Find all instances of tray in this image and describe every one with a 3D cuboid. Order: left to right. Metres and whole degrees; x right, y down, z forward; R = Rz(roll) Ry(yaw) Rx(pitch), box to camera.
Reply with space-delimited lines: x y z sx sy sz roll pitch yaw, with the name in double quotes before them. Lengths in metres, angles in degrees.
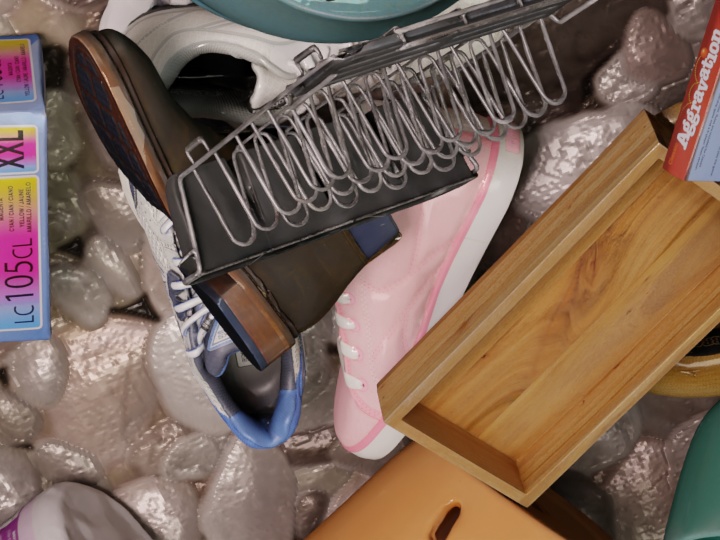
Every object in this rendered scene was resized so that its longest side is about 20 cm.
"tray" 0.110 0.022 1.211 0.099 0.037 0.200 32 114 -26

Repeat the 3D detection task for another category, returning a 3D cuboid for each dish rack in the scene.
"dish rack" 0.013 -0.062 1.016 0.153 0.055 0.200 -22 175 -30

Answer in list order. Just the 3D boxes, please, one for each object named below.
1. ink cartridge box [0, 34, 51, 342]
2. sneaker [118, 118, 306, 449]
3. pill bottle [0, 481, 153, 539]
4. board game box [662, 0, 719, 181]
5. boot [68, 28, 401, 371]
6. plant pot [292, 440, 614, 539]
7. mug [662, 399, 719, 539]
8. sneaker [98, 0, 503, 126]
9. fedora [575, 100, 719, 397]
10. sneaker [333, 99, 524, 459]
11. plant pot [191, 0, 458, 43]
"ink cartridge box" -0.250 -0.035 1.178 0.200 0.076 0.137 -2 124 -8
"sneaker" -0.065 0.006 1.234 0.077 0.085 0.200 -19 124 2
"pill bottle" -0.201 0.213 1.331 0.200 0.112 0.112 -39 122 15
"board game box" 0.209 -0.135 1.124 0.103 0.019 0.200 0 116 -36
"boot" -0.056 -0.053 1.131 0.097 0.075 0.200 -36 129 -10
"plant pot" 0.055 0.179 1.321 0.200 0.200 0.140 31 97 -27
"mug" 0.259 0.123 1.327 0.152 0.115 0.185 33 151 -25
"sneaker" -0.023 -0.104 1.173 0.200 0.081 0.075 -9 123 -6
"fedora" 0.183 -0.028 1.261 0.200 0.082 0.201 -4 126 -6
"sneaker" 0.000 0.000 1.251 0.104 0.075 0.200 14 117 -17
"plant pot" -0.010 -0.182 1.023 0.200 0.188 0.200 -2 105 -7
